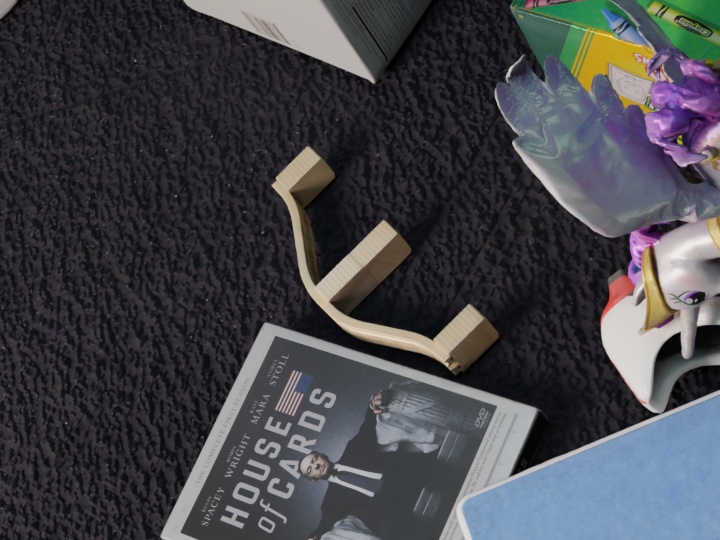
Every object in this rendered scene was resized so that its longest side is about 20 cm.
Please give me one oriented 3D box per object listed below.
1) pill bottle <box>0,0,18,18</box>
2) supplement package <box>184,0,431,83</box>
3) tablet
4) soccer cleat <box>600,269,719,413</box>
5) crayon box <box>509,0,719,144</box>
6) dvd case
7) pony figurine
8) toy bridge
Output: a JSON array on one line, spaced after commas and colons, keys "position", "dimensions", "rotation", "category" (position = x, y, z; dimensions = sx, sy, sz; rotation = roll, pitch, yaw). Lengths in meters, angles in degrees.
[{"position": [-0.350, -0.282, 1.329], "dimensions": [0.120, 0.120, 0.200], "rotation": [-42, 54, -1], "category": "pill bottle"}, {"position": [-0.031, -0.271, 1.148], "dimensions": [0.190, 0.147, 0.201], "rotation": [27, 77, 35], "category": "supplement package"}, {"position": [0.159, 0.141, 0.896], "dimensions": [0.198, 0.014, 0.131], "rotation": [-23, 56, 4], "category": "tablet"}, {"position": [0.224, 0.007, 0.917], "dimensions": [0.199, 0.069, 0.086], "rotation": [-28, 49, 16], "category": "soccer cleat"}, {"position": [0.196, -0.116, 0.969], "dimensions": [0.199, 0.119, 0.059], "rotation": [21, 74, 34], "category": "crayon box"}, {"position": [-0.006, 0.123, 0.994], "dimensions": [0.199, 0.025, 0.151], "rotation": [16, 71, 31], "category": "dvd case"}, {"position": [0.177, -0.058, 0.825], "dimensions": [0.199, 0.194, 0.166], "rotation": [-23, 14, 43], "category": "pony figurine"}, {"position": [0.000, 0.000, 1.057], "dimensions": [0.067, 0.027, 0.200], "rotation": [-44, 53, -1], "category": "toy bridge"}]
